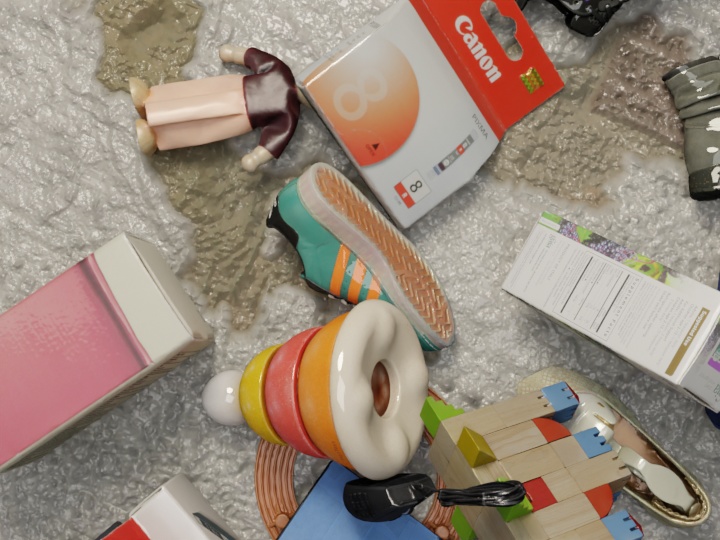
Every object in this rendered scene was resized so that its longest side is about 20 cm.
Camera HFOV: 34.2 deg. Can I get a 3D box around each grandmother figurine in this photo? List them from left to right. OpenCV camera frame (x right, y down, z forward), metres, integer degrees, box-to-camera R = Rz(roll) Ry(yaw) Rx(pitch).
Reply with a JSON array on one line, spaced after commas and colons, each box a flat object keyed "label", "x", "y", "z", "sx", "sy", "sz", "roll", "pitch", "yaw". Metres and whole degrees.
[{"label": "grandmother figurine", "x": -0.099, "y": -0.148, "z": 1.041, "sx": 0.199, "sy": 0.061, "sz": 0.122, "roll": -12, "pitch": 88, "yaw": 2}]

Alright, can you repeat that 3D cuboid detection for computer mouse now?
[{"label": "computer mouse", "x": 0.054, "y": 0.181, "z": 0.914, "sx": 0.058, "sy": 0.200, "sz": 0.034, "roll": -6, "pitch": 87, "yaw": -35}]

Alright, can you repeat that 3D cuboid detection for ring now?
[{"label": "ring", "x": 0.004, "y": 0.186, "z": 1.045, "sx": 0.199, "sy": 0.019, "sz": 0.202, "roll": 0, "pitch": 88, "yaw": 0}]

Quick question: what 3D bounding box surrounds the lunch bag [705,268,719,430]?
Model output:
[{"label": "lunch bag", "x": 0.359, "y": 0.062, "z": 0.982, "sx": 0.132, "sy": 0.136, "sz": 0.201, "roll": 8, "pitch": 88, "yaw": 0}]

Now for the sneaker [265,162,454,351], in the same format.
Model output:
[{"label": "sneaker", "x": 0.000, "y": 0.000, "z": 1.034, "sx": 0.080, "sy": 0.071, "sz": 0.200, "roll": -35, "pitch": 101, "yaw": 34}]

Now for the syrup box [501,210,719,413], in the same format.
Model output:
[{"label": "syrup box", "x": 0.219, "y": 0.030, "z": 0.958, "sx": 0.200, "sy": 0.079, "sz": 0.082, "roll": 30, "pitch": 91, "yaw": 47}]

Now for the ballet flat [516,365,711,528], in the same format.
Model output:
[{"label": "ballet flat", "x": 0.225, "y": 0.151, "z": 1.019, "sx": 0.200, "sy": 0.062, "sz": 0.068, "roll": 36, "pitch": 88, "yaw": 3}]

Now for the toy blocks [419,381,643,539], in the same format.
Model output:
[{"label": "toy blocks", "x": 0.153, "y": 0.175, "z": 0.947, "sx": 0.136, "sy": 0.100, "sz": 0.200, "roll": -14, "pitch": 52, "yaw": -25}]

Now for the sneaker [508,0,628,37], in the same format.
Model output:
[{"label": "sneaker", "x": 0.219, "y": -0.257, "z": 1.039, "sx": 0.199, "sy": 0.070, "sz": 0.100, "roll": 1, "pitch": 94, "yaw": 5}]

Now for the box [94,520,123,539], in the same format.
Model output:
[{"label": "box", "x": -0.159, "y": 0.338, "z": 0.920, "sx": 0.117, "sy": 0.200, "sz": 0.197, "roll": -41, "pitch": 115, "yaw": 0}]

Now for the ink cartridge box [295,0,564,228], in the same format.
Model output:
[{"label": "ink cartridge box", "x": 0.069, "y": -0.157, "z": 1.013, "sx": 0.200, "sy": 0.050, "sz": 0.162, "roll": -36, "pitch": 114, "yaw": 2}]

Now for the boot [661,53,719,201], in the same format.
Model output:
[{"label": "boot", "x": 0.373, "y": -0.139, "z": 1.030, "sx": 0.199, "sy": 0.068, "sz": 0.131, "roll": -7, "pitch": 82, "yaw": 0}]

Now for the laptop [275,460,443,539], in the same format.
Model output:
[{"label": "laptop", "x": 0.034, "y": 0.252, "z": 0.931, "sx": 0.199, "sy": 0.187, "sz": 0.116, "roll": -10, "pitch": 120, "yaw": 40}]

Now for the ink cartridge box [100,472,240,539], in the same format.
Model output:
[{"label": "ink cartridge box", "x": -0.114, "y": 0.265, "z": 0.965, "sx": 0.045, "sy": 0.176, "sz": 0.200, "roll": -42, "pitch": 88, "yaw": 0}]

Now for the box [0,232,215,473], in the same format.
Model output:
[{"label": "box", "x": -0.241, "y": 0.070, "z": 1.000, "sx": 0.200, "sy": 0.128, "sz": 0.109, "roll": -34, "pitch": 86, "yaw": -1}]

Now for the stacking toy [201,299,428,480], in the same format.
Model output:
[{"label": "stacking toy", "x": -0.055, "y": 0.102, "z": 0.995, "sx": 0.199, "sy": 0.146, "sz": 0.147, "roll": -5, "pitch": 87, "yaw": 29}]
